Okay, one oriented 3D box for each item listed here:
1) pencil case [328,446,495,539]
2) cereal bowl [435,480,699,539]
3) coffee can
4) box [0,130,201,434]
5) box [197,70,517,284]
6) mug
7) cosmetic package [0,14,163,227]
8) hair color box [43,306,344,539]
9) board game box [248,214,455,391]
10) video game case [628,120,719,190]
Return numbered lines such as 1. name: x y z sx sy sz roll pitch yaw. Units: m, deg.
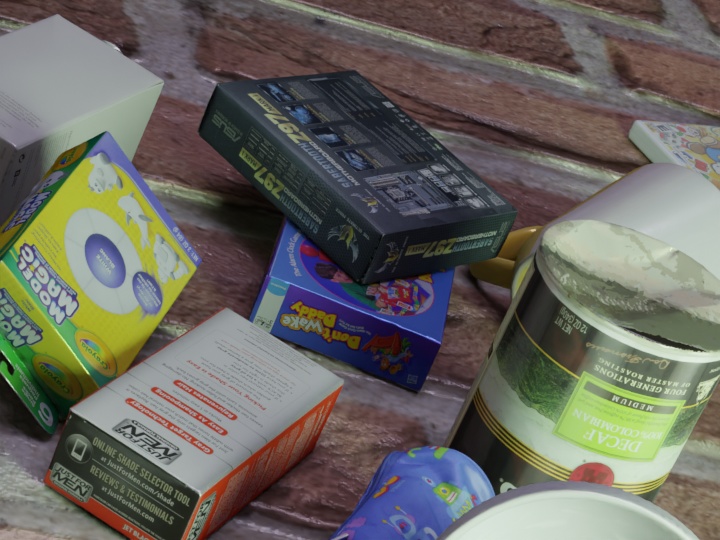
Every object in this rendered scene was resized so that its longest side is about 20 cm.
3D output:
1. pencil case: 0.017 0.173 1.434 0.087 0.078 0.200 59 28 -7
2. cereal bowl: 0.118 0.212 1.341 0.200 0.200 0.083 24 10 -1
3. coffee can: 0.146 0.088 1.555 0.146 0.200 0.146 18 28 -10
4. box: -0.184 0.007 1.527 0.117 0.048 0.200 55 35 -18
5. box: -0.003 -0.074 1.786 0.158 0.051 0.200 -10 44 -48
6. mug: 0.185 0.014 1.822 0.153 0.187 0.150 -20 83 -42
7. cosmetic package: -0.245 -0.109 1.720 0.108 0.085 0.200 33 28 15
8. hair color box: -0.102 0.100 1.493 0.101 0.061 0.200 32 28 14
9. board game box: 0.000 0.000 1.761 0.134 0.045 0.200 22 28 -3
10. video game case: 0.371 -0.074 2.199 0.182 0.023 0.200 2 35 -36
